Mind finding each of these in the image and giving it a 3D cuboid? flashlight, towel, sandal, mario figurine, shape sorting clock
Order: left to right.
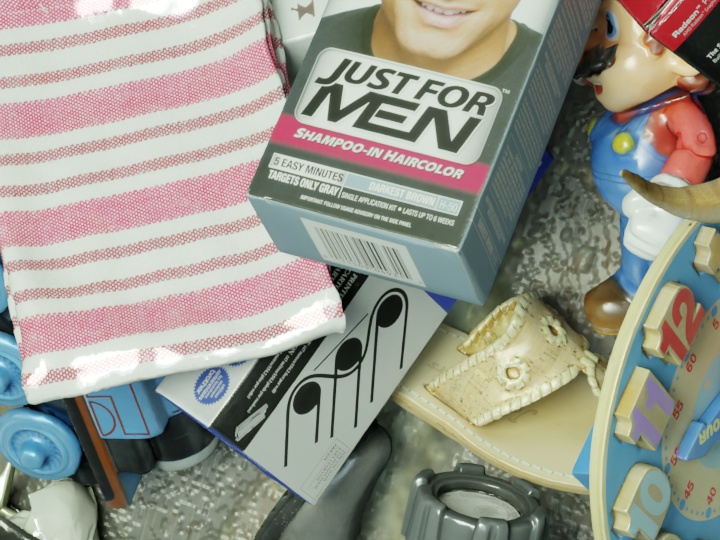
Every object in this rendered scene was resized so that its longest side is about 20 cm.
[{"bbox_3d":[-0.097,-0.047,1.168,0.146,0.030,0.201,-14,68,1],"label":"towel"},{"bbox_3d":[0.037,0.193,1.235,0.068,0.068,0.201,17,111,13],"label":"flashlight"},{"bbox_3d":[0.062,0.039,1.241,0.211,0.078,0.070,19,135,19],"label":"sandal"},{"bbox_3d":[0.114,-0.063,1.203,0.123,0.106,0.201,8,108,40],"label":"mario figurine"},{"bbox_3d":[0.161,0.058,1.161,0.039,0.200,0.201,14,100,40],"label":"shape sorting clock"}]

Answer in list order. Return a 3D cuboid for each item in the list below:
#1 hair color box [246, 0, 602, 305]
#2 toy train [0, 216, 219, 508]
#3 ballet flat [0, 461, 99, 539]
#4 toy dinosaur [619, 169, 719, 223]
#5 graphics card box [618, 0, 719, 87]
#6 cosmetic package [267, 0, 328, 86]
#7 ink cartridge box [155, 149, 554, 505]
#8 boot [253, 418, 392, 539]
[{"bbox_3d":[0.037,-0.095,1.124,0.099,0.061,0.201,15,70,20],"label":"hair color box"},{"bbox_3d":[-0.131,0.027,1.266,0.114,0.087,0.201,0,130,21],"label":"toy train"},{"bbox_3d":[-0.182,0.121,1.340,0.200,0.068,0.069,35,91,4],"label":"ballet flat"},{"bbox_3d":[0.183,-0.039,1.105,0.199,0.060,0.107,-27,115,-22],"label":"toy dinosaur"},{"bbox_3d":[0.221,-0.108,1.139,0.200,0.051,0.126,32,104,-28],"label":"graphics card box"},{"bbox_3d":[-0.035,-0.136,1.250,0.199,0.071,0.102,-14,67,18],"label":"cosmetic package"},{"bbox_3d":[0.000,0.000,1.207,0.044,0.094,0.200,29,82,40],"label":"ink cartridge box"},{"bbox_3d":[0.001,0.176,1.296,0.131,0.070,0.200,33,115,9],"label":"boot"}]
